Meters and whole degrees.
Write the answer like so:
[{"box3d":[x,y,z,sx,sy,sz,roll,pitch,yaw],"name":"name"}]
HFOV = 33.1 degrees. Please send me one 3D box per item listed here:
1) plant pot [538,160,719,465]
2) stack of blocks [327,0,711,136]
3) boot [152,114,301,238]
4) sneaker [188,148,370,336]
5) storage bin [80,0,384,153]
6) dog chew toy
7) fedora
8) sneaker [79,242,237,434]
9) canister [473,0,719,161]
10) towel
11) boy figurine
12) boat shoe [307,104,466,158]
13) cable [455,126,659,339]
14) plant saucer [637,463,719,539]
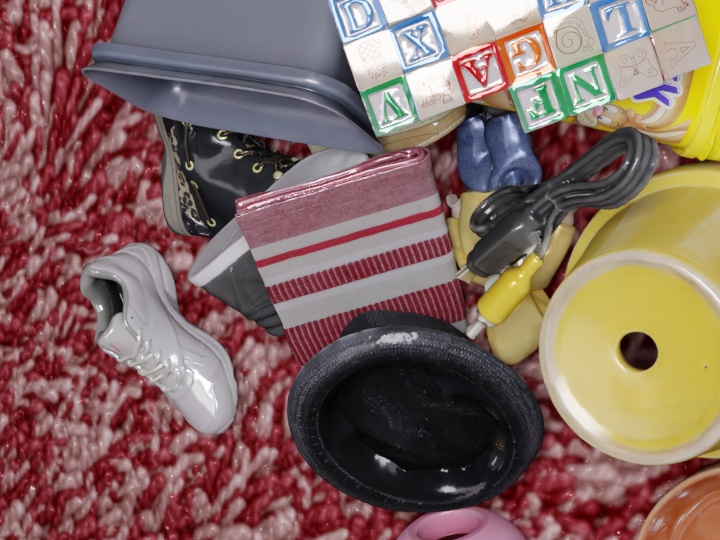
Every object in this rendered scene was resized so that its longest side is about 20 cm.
[{"box3d":[0.209,0.035,0.787,0.199,0.188,0.203,6,102,31],"name":"plant pot"},{"box3d":[0.093,-0.144,0.724,0.198,0.059,0.116,-19,101,7],"name":"stack of blocks"},{"box3d":[-0.094,-0.107,1.009,0.153,0.073,0.205,18,123,26],"name":"boot"},{"box3d":[-0.038,-0.019,0.945,0.099,0.071,0.199,40,129,-21],"name":"sneaker"},{"box3d":[-0.067,-0.170,0.839,0.198,0.145,0.136,12,84,23],"name":"storage bin"},{"box3d":[0.089,0.292,0.957,0.123,0.124,0.202,-5,104,32],"name":"dog chew toy"},{"box3d":[0.041,0.094,0.925,0.198,0.092,0.202,0,128,0],"name":"fedora"},{"box3d":[-0.191,0.070,1.095,0.078,0.099,0.201,-45,76,30],"name":"sneaker"},{"box3d":[0.155,-0.164,0.790,0.198,0.087,0.150,11,105,-1],"name":"canister"},{"box3d":[0.000,0.000,0.908,0.143,0.201,0.023,-15,47,3],"name":"towel"},{"box3d":[0.115,-0.031,0.902,0.124,0.064,0.202,-2,100,49],"name":"boy figurine"},{"box3d":[0.029,-0.093,0.918,0.077,0.071,0.200,63,160,-10],"name":"boat shoe"},{"box3d":[0.129,-0.037,0.798,0.050,0.098,0.200,30,136,-21],"name":"cable"},{"box3d":[0.294,0.232,0.866,0.199,0.032,0.203,7,103,32],"name":"plant saucer"}]
